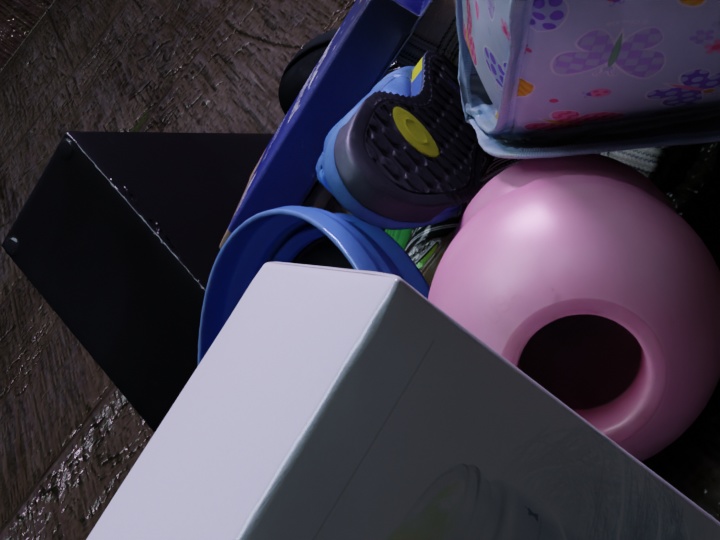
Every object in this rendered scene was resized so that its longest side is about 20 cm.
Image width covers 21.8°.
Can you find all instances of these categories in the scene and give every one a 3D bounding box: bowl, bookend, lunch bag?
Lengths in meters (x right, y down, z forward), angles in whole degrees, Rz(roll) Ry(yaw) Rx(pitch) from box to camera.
[{"bbox_3d":[-0.015,0.069,0.886,0.200,0.039,0.201,18,112,56],"label":"bowl"},{"bbox_3d":[-0.077,0.011,1.148,0.200,0.199,0.092,-6,-43,-54],"label":"bookend"},{"bbox_3d":[0.130,-0.116,0.792,0.200,0.169,0.128,96,167,-72],"label":"lunch bag"}]

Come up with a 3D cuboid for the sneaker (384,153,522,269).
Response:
[{"bbox_3d":[0.044,0.020,0.965,0.200,0.078,0.085,-58,30,6],"label":"sneaker"}]

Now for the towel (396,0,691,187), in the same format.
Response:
[{"bbox_3d":[0.134,-0.160,0.971,0.192,0.035,0.200,31,86,40],"label":"towel"}]

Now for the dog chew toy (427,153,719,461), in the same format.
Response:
[{"bbox_3d":[0.092,0.004,0.812,0.125,0.124,0.200,-46,12,19],"label":"dog chew toy"}]

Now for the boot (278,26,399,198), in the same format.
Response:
[{"bbox_3d":[-0.003,-0.084,1.174,0.198,0.073,0.163,-10,38,41],"label":"boot"}]

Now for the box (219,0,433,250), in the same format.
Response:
[{"bbox_3d":[-0.009,-0.104,1.017,0.200,0.032,0.121,-55,7,20],"label":"box"}]

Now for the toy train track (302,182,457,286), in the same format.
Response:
[{"bbox_3d":[0.000,0.000,0.938,0.115,0.032,0.200,-54,30,14],"label":"toy train track"}]

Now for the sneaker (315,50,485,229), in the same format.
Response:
[{"bbox_3d":[0.011,-0.046,0.879,0.078,0.066,0.200,-39,6,20],"label":"sneaker"}]

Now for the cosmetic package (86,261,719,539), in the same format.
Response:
[{"bbox_3d":[0.009,0.134,0.654,0.200,0.200,0.123,-58,21,-12],"label":"cosmetic package"}]
